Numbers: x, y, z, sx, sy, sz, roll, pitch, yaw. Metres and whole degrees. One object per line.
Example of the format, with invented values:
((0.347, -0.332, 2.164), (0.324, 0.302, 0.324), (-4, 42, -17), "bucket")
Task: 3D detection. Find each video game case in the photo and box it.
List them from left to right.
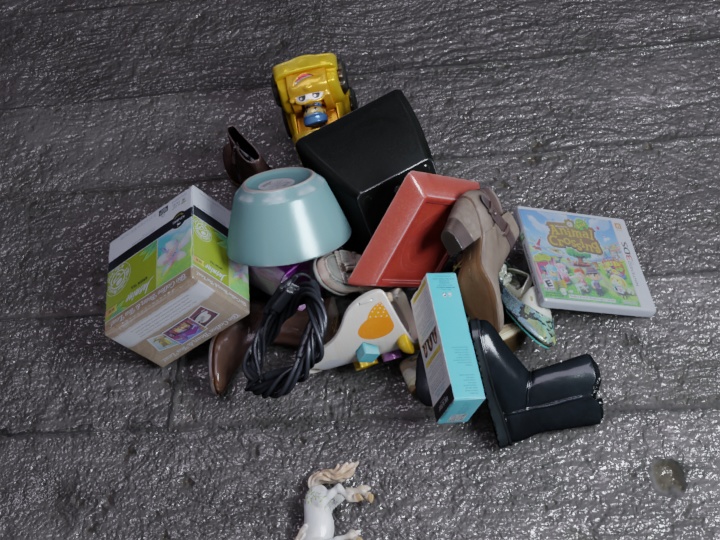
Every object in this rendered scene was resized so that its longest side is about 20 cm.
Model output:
((0.344, -0.015, 1.674), (0.198, 0.022, 0.183), (6, 51, -20), "video game case")

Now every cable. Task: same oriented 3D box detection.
((-0.110, 0.112, 1.618), (0.201, 0.051, 0.164), (-54, 40, 17), "cable")

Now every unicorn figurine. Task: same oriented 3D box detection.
((-0.057, 0.370, 1.537), (0.136, 0.074, 0.201), (-7, 40, 20), "unicorn figurine")

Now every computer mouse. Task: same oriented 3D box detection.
((0.110, 0.106, 1.619), (0.058, 0.034, 0.202), (-8, 59, 21), "computer mouse")

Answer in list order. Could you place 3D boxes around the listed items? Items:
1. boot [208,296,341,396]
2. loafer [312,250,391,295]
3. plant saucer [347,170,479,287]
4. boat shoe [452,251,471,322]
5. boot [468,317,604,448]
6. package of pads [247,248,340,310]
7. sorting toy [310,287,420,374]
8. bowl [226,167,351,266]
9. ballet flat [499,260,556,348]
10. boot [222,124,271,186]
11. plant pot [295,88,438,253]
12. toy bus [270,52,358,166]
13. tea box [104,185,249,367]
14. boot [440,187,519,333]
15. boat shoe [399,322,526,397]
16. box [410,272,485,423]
((-0.133, 0.118, 1.729), (0.198, 0.064, 0.188), (2, 57, 11), "boot")
((0.000, 0.000, 1.693), (0.062, 0.199, 0.073), (-23, 72, 26), "loafer")
((0.094, -0.049, 1.659), (0.037, 0.199, 0.201), (42, 113, 30), "plant saucer")
((0.173, -0.009, 1.693), (0.060, 0.072, 0.202), (34, 53, -17), "boat shoe")
((0.254, 0.144, 1.562), (0.166, 0.076, 0.202), (-17, 98, 2), "boot")
((-0.125, -0.017, 1.774), (0.120, 0.076, 0.199), (-44, 35, -16), "package of pads")
((-0.009, 0.109, 1.657), (0.179, 0.200, 0.108), (-26, 85, 10), "sorting toy")
((-0.118, -0.093, 1.681), (0.198, 0.106, 0.201), (-7, 22, 3), "bowl")
((0.246, 0.042, 1.650), (0.074, 0.075, 0.200), (-30, 37, -9), "ballet flat")
((-0.201, -0.201, 1.897), (0.072, 0.167, 0.200), (-31, 55, -10), "boot")
((0.039, -0.135, 1.752), (0.198, 0.201, 0.178), (-27, 39, -7), "plant pot")
((-0.072, -0.248, 1.889), (0.134, 0.200, 0.194), (-10, 62, 6), "toy bus")
((-0.293, 0.011, 1.744), (0.199, 0.133, 0.198), (-31, 46, 25), "tea box")
((0.194, -0.023, 1.627), (0.070, 0.202, 0.146), (-11, 19, 42), "boot")
((0.155, 0.122, 1.652), (0.198, 0.072, 0.065), (-27, 58, 1), "boat shoe")
((0.123, 0.109, 1.555), (0.049, 0.083, 0.202), (-1, 60, -17), "box")
